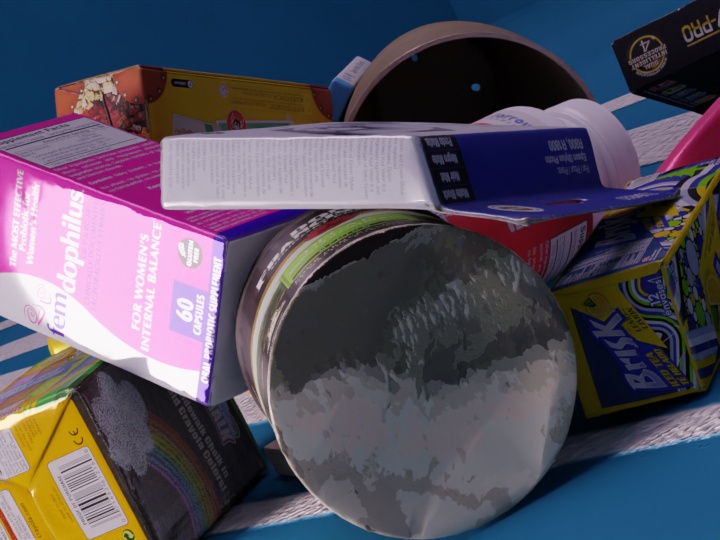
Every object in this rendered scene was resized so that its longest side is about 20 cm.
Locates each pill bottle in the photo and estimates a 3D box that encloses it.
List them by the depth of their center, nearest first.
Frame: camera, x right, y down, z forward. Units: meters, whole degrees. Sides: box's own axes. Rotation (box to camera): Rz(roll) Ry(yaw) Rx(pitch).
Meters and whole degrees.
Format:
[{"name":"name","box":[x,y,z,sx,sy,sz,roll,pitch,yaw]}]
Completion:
[{"name":"pill bottle","box":[0.080,-0.036,1.335,0.199,0.113,0.112,-27,6,-35]}]

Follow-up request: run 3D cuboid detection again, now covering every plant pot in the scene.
[{"name":"plant pot","box":[0.067,-0.103,1.514,0.186,0.188,0.200,-27,21,5]}]

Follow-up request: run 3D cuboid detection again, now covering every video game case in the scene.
[{"name":"video game case","box":[-0.034,-0.086,1.592,0.200,0.018,0.144,-67,3,-79]}]

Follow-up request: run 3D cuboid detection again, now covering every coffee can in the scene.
[{"name":"coffee can","box":[0.017,0.042,1.065,0.146,0.147,0.200,-28,8,-4]}]

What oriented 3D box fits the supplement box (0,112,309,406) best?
[{"name":"supplement box","box":[-0.129,-0.011,1.232,0.199,0.102,0.103,20,24,31]}]

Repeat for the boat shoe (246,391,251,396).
[{"name":"boat shoe","box":[-0.065,0.058,1.521,0.073,0.070,0.200,-22,28,-12]}]

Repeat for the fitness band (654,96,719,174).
[{"name":"fitness band","box":[0.244,-0.088,1.325,0.200,0.037,0.144,-47,11,19]}]

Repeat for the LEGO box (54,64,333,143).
[{"name":"LEGO box","box":[-0.099,-0.049,1.403,0.077,0.150,0.199,-9,-6,36]}]

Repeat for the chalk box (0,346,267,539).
[{"name":"chalk box","box":[-0.150,0.108,1.292,0.123,0.125,0.200,-24,8,25]}]

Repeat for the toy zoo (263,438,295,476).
[{"name":"toy zoo","box":[0.047,0.065,1.267,0.199,0.021,0.131,-31,8,-18]}]

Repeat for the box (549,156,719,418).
[{"name":"box","box":[0.156,0.004,1.094,0.064,0.070,0.200,-14,13,24]}]

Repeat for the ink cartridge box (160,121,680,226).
[{"name":"ink cartridge box","box":[0.034,-0.052,1.060,0.199,0.041,0.199,3,7,28]}]

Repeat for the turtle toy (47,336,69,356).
[{"name":"turtle toy","box":[-0.168,0.063,1.709,0.145,0.102,0.200,-25,9,12]}]

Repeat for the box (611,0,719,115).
[{"name":"box","box":[0.300,-0.175,1.601,0.161,0.049,0.200,-26,-15,24]}]
